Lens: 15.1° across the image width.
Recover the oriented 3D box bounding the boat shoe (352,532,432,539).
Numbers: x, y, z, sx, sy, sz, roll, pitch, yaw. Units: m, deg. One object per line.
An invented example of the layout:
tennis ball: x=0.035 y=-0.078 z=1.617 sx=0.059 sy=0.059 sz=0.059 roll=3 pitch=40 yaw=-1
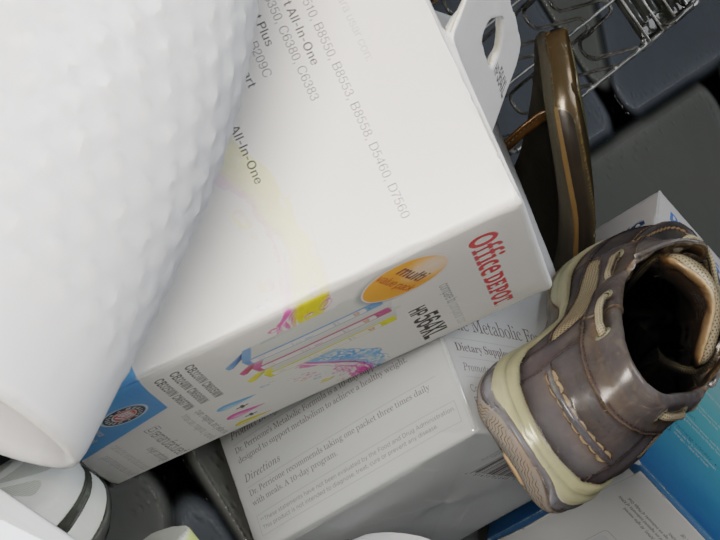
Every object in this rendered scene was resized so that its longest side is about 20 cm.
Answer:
boat shoe: x=0.039 y=0.162 z=0.949 sx=0.068 sy=0.072 sz=0.200 roll=-15 pitch=41 yaw=-40

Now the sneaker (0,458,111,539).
sneaker: x=-0.152 y=0.070 z=0.787 sx=0.116 sy=0.076 sz=0.200 roll=57 pitch=31 yaw=-5

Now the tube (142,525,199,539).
tube: x=-0.024 y=0.180 z=0.915 sx=0.200 sy=0.058 sz=0.052 roll=55 pitch=8 yaw=-9

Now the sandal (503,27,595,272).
sandal: x=0.062 y=-0.023 z=1.148 sx=0.054 sy=0.200 sz=0.082 roll=-3 pitch=61 yaw=-11

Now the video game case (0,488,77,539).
video game case: x=-0.153 y=0.121 z=0.692 sx=0.182 sy=0.023 sz=0.200 roll=36 pitch=50 yaw=-10

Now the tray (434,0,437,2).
tray: x=0.003 y=-0.208 z=1.279 sx=0.200 sy=0.099 sz=0.037 roll=32 pitch=38 yaw=-39

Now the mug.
mug: x=-0.124 y=-0.056 z=0.795 sx=0.148 sy=0.200 sz=0.176 roll=36 pitch=73 yaw=-35

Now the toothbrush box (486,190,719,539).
toothbrush box: x=0.141 y=0.085 z=1.224 sx=0.146 sy=0.085 sz=0.200 roll=46 pitch=32 yaw=-23

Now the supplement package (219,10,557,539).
supplement package: x=0.000 y=0.000 z=1.059 sx=0.114 sy=0.109 sz=0.200 roll=10 pitch=54 yaw=-54

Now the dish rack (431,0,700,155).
dish rack: x=0.056 y=-0.130 z=1.230 sx=0.200 sy=0.055 sz=0.154 roll=-39 pitch=98 yaw=-28

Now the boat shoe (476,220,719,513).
boat shoe: x=0.110 y=0.027 z=1.014 sx=0.075 sy=0.073 sz=0.200 roll=55 pitch=28 yaw=-8

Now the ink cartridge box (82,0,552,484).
ink cartridge box: x=-0.030 y=-0.031 z=0.913 sx=0.129 sy=0.200 sz=0.126 roll=55 pitch=11 yaw=-75
